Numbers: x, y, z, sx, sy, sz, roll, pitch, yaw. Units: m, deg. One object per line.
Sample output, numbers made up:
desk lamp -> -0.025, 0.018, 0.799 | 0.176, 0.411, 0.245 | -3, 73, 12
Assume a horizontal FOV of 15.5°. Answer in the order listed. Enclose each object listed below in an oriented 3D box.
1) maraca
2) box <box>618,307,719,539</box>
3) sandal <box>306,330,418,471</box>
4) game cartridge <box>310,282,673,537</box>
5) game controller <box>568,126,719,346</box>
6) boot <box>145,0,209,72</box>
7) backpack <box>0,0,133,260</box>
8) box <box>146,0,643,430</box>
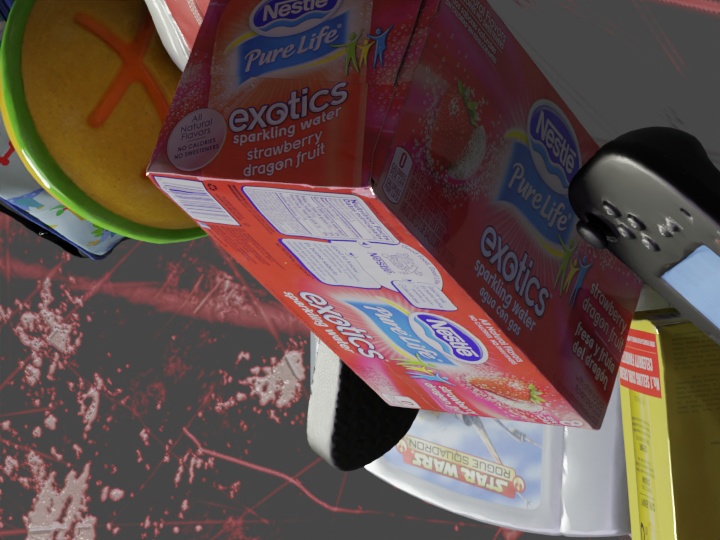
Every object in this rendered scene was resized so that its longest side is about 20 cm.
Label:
maraca -> -0.083, -0.079, 1.220 | 0.199, 0.138, 0.107 | 1, 169, -44
box -> 0.141, 0.116, 1.071 | 0.075, 0.050, 0.201 | -158, 64, -80
sandal -> -0.001, 0.001, 1.151 | 0.048, 0.075, 0.201 | 39, 136, 33
game cartridge -> 0.056, 0.046, 1.203 | 0.199, 0.134, 0.041 | 15, -161, 39
game controller -> 0.153, 0.026, 0.887 | 0.200, 0.042, 0.104 | 40, 176, 1
boot -> -0.023, -0.095, 1.082 | 0.144, 0.072, 0.200 | 36, 170, 40
backpack -> -0.164, -0.122, 1.391 | 0.183, 0.147, 0.200 | 60, -166, 23
box -> 0.022, -0.026, 0.982 | 0.099, 0.096, 0.200 | 6, 156, 33
